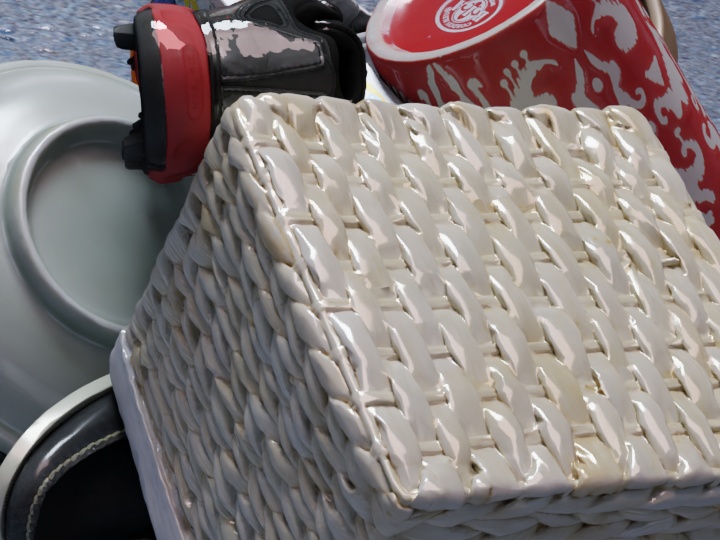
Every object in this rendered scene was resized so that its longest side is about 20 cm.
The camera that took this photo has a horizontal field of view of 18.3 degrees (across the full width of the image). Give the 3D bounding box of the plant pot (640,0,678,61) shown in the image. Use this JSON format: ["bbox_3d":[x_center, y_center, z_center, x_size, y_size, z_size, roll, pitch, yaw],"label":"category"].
[{"bbox_3d":[0.091,-0.076,1.231,0.201,0.201,0.093,39,-8,49],"label":"plant pot"}]

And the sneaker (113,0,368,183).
[{"bbox_3d":[-0.048,-0.072,0.890,0.098,0.071,0.200,-5,4,-6],"label":"sneaker"}]

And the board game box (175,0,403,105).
[{"bbox_3d":[-0.021,-0.058,0.997,0.034,0.135,0.200,-27,51,-15],"label":"board game box"}]

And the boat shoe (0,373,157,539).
[{"bbox_3d":[-0.063,0.078,0.906,0.068,0.072,0.200,24,22,37],"label":"boat shoe"}]

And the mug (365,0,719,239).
[{"bbox_3d":[0.078,-0.044,0.985,0.177,0.200,0.134,-5,39,40],"label":"mug"}]

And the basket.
[{"bbox_3d":[0.036,0.053,0.821,0.198,0.161,0.200,-1,47,-28],"label":"basket"}]

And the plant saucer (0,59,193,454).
[{"bbox_3d":[-0.110,-0.009,0.968,0.200,0.050,0.201,16,59,-28],"label":"plant saucer"}]

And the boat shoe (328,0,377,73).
[{"bbox_3d":[-0.013,-0.118,1.206,0.200,0.066,0.074,0,25,40],"label":"boat shoe"}]

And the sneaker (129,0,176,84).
[{"bbox_3d":[-0.076,-0.070,1.152,0.075,0.079,0.200,-16,64,-15],"label":"sneaker"}]
